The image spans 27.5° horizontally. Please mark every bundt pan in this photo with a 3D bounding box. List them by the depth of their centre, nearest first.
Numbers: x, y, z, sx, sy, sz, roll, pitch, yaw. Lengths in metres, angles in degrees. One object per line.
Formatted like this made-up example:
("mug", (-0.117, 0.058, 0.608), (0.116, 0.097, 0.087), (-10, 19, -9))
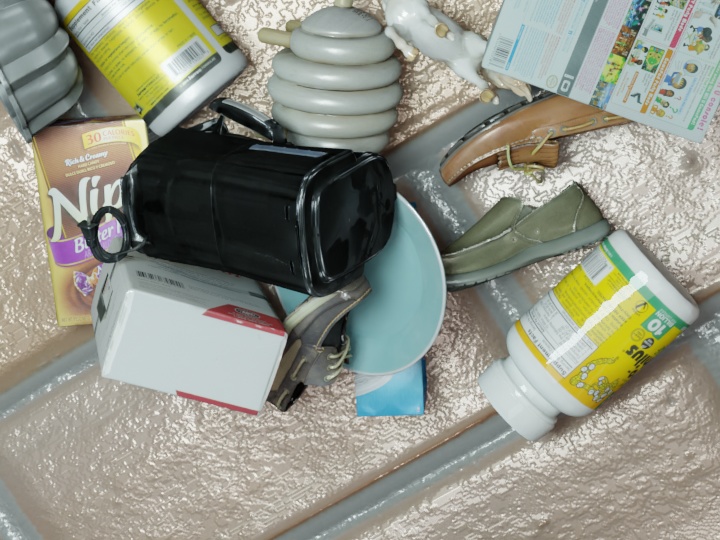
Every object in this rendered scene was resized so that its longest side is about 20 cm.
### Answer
("bundt pan", (-0.317, -0.221, 1.343), (0.076, 0.202, 0.202), (-29, 100, -12))

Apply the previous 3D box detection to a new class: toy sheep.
("toy sheep", (-0.025, -0.173, 1.350), (0.138, 0.138, 0.200), (4, 114, 5))

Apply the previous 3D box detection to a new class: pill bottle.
("pill bottle", (-0.208, -0.232, 1.362), (0.112, 0.112, 0.200), (-39, 96, 13))
("pill bottle", (0.210, 0.066, 1.389), (0.200, 0.113, 0.113), (-44, 96, 13))

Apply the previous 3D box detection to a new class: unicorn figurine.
("unicorn figurine", (0.065, -0.223, 1.332), (0.074, 0.137, 0.200), (-38, 120, 9))

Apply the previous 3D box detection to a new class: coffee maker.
("coffee maker", (-0.097, -0.044, 1.275), (0.200, 0.192, 0.135), (12, 141, 36))

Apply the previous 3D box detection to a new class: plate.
("plate", (0.000, 0.000, 1.359), (0.200, 0.026, 0.200), (14, 114, 33))

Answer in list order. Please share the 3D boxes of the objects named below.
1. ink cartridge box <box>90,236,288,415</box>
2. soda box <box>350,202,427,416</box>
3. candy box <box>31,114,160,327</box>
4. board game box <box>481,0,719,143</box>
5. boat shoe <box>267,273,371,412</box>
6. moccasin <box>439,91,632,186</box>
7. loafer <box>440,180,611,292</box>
("ink cartridge box", (-0.160, 0.047, 1.330), (0.147, 0.200, 0.083), (16, 100, -16))
("soda box", (0.026, 0.038, 1.427), (0.068, 0.064, 0.200), (-2, 102, 6))
("candy box", (-0.247, -0.050, 1.438), (0.117, 0.056, 0.200), (-4, 101, 7))
("board game box", (0.220, -0.211, 1.227), (0.200, 0.064, 0.148), (21, 122, 1))
("boat shoe", (-0.039, 0.067, 1.361), (0.073, 0.074, 0.200), (47, 138, 1))
("moccasin", (0.170, -0.123, 1.375), (0.201, 0.074, 0.078), (-24, 92, 1))
("loafer", (0.134, -0.032, 1.386), (0.200, 0.075, 0.070), (-19, 87, -14))
